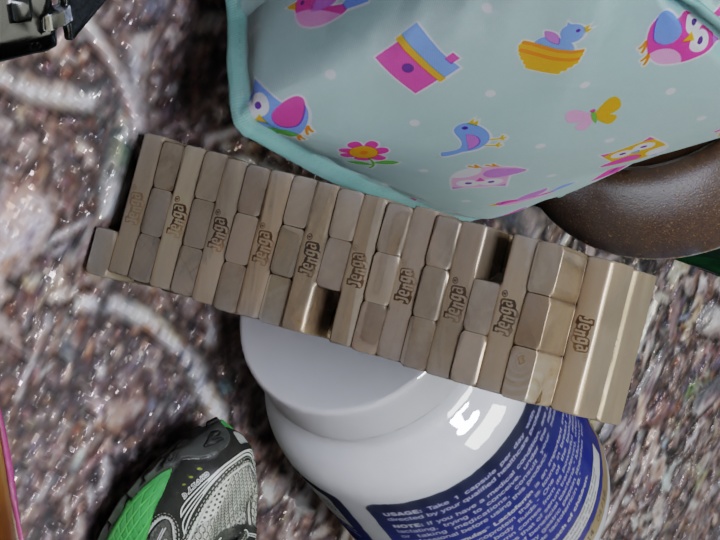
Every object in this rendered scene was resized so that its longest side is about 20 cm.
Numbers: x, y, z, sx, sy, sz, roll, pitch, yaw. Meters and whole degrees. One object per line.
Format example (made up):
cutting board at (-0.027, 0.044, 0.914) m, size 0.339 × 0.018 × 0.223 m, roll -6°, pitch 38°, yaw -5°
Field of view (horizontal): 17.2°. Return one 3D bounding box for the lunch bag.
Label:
lunch bag at (0.069, -0.092, 0.864) m, size 0.200 × 0.170 × 0.122 m, roll 26°, pitch 48°, yaw -50°

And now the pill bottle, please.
pill bottle at (0.028, 0.059, 0.991) m, size 0.116 × 0.115 × 0.200 m, roll -57°, pitch 149°, yaw -15°

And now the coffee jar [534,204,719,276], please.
coffee jar at (0.162, -0.043, 1.046) m, size 0.104 × 0.199 × 0.086 m, roll -7°, pitch 116°, yaw -56°

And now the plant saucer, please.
plant saucer at (0.133, -0.103, 0.974) m, size 0.032 × 0.200 × 0.201 m, roll 29°, pitch 85°, yaw -45°

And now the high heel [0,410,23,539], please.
high heel at (-0.129, 0.014, 0.734) m, size 0.067 × 0.096 × 0.201 m, roll -8°, pitch 115°, yaw -55°

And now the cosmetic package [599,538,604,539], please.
cosmetic package at (0.066, 0.222, 1.190) m, size 0.200 × 0.085 × 0.108 m, roll -34°, pitch 135°, yaw -40°

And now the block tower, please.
block tower at (0.000, 0.000, 0.830) m, size 0.054 × 0.199 × 0.058 m, roll 17°, pitch 88°, yaw -58°

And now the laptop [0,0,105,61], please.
laptop at (-0.136, -0.153, 0.673) m, size 0.199 × 0.103 × 0.178 m, roll -16°, pitch 116°, yaw -22°

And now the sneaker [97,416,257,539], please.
sneaker at (-0.052, 0.146, 0.956) m, size 0.078 × 0.085 × 0.201 m, roll -37°, pitch 138°, yaw -40°
